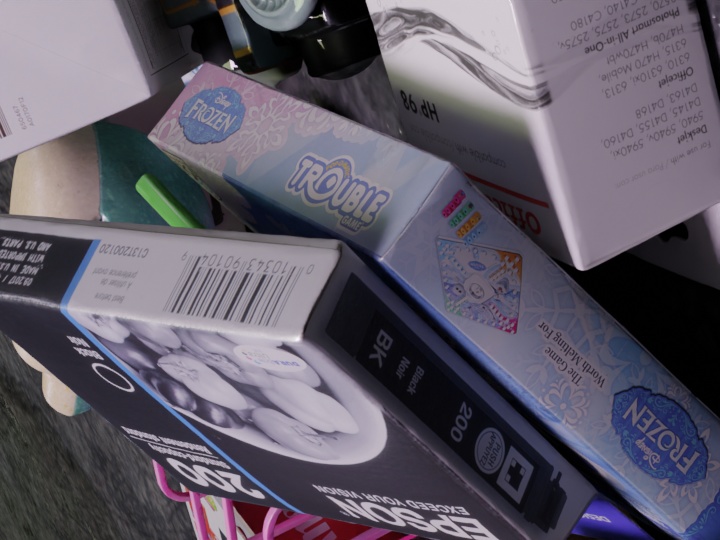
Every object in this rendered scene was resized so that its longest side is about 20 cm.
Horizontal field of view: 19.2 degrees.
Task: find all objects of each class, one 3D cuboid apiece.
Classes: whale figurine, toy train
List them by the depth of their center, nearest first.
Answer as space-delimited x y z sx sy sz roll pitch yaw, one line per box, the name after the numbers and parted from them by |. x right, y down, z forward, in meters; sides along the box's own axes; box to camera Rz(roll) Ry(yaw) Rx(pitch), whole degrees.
-0.052 -0.167 0.837 0.114 0.085 0.201 -12 101 50 | toy train
-0.133 -0.003 1.114 0.200 0.103 0.160 136 134 -73 | whale figurine

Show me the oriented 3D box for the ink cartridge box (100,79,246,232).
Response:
-0.126 -0.076 1.201 0.116 0.068 0.201 39 148 50 | ink cartridge box

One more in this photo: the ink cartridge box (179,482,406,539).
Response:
-0.018 0.170 1.172 0.200 0.084 0.176 48 159 40 | ink cartridge box

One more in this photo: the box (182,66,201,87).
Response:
-0.068 -0.165 0.983 0.137 0.040 0.200 65 161 -2 | box

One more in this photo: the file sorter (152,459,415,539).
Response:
-0.009 0.102 1.020 0.200 0.125 0.139 46 153 44 | file sorter

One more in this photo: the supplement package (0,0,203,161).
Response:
-0.166 -0.124 0.898 0.200 0.151 0.151 -72 -40 -79 | supplement package

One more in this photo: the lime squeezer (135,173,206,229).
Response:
-0.013 0.025 0.850 0.200 0.071 0.038 37 117 -1 | lime squeezer

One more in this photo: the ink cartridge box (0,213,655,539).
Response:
-0.020 0.054 0.768 0.198 0.044 0.200 5 150 47 | ink cartridge box

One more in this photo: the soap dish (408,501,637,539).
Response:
0.081 0.176 0.828 0.200 0.157 0.081 51 138 26 | soap dish

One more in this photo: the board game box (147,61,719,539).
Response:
0.037 0.014 0.782 0.199 0.043 0.200 42 173 -30 | board game box

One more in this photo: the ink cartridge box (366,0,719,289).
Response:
0.058 -0.076 0.716 0.116 0.066 0.201 27 139 61 | ink cartridge box
